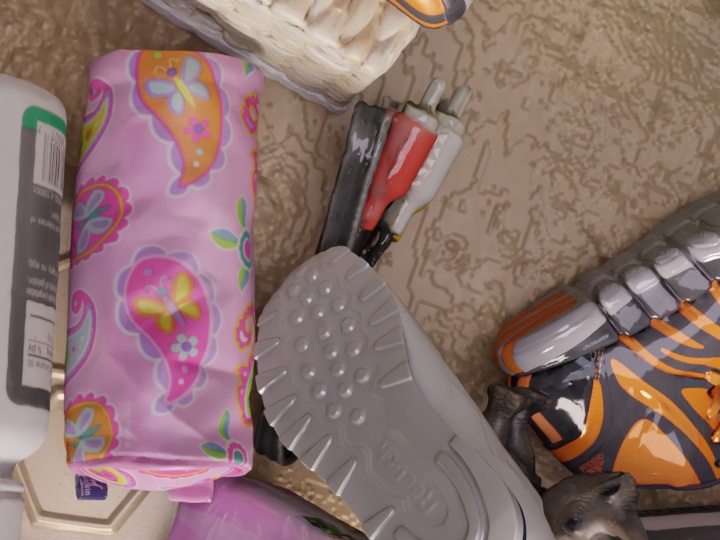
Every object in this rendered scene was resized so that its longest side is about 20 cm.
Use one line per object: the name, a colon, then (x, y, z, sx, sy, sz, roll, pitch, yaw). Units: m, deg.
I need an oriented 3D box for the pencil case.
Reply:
pencil case: (-0.086, 0.001, 0.860, 0.087, 0.087, 0.201, 2, 79, -10)

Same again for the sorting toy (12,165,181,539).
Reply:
sorting toy: (-0.164, 0.048, 0.907, 0.185, 0.036, 0.201, 9, 87, -10)

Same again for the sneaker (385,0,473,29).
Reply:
sneaker: (-0.056, -0.142, 0.735, 0.200, 0.078, 0.112, 43, 91, -6)

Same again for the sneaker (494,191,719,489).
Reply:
sneaker: (0.173, 0.033, 0.939, 0.200, 0.078, 0.112, -30, 101, 4)

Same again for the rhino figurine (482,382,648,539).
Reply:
rhino figurine: (0.056, 0.093, 0.872, 0.060, 0.200, 0.088, 15, 98, -48)

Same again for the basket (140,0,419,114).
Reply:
basket: (-0.030, -0.204, 0.852, 0.198, 0.161, 0.200, 31, 86, -9)

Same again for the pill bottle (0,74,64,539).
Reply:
pill bottle: (-0.187, 0.021, 0.813, 0.113, 0.113, 0.201, 4, 81, -10)

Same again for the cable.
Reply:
cable: (0.000, 0.000, 0.900, 0.050, 0.097, 0.200, 18, 88, 11)

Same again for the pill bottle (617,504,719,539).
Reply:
pill bottle: (0.128, 0.172, 0.919, 0.199, 0.113, 0.113, -3, 93, -9)

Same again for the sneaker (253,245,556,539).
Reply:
sneaker: (0.021, 0.072, 0.818, 0.076, 0.200, 0.080, -42, 140, 14)

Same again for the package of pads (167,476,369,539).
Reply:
package of pads: (-0.012, 0.179, 0.848, 0.076, 0.200, 0.121, 20, 91, -48)
